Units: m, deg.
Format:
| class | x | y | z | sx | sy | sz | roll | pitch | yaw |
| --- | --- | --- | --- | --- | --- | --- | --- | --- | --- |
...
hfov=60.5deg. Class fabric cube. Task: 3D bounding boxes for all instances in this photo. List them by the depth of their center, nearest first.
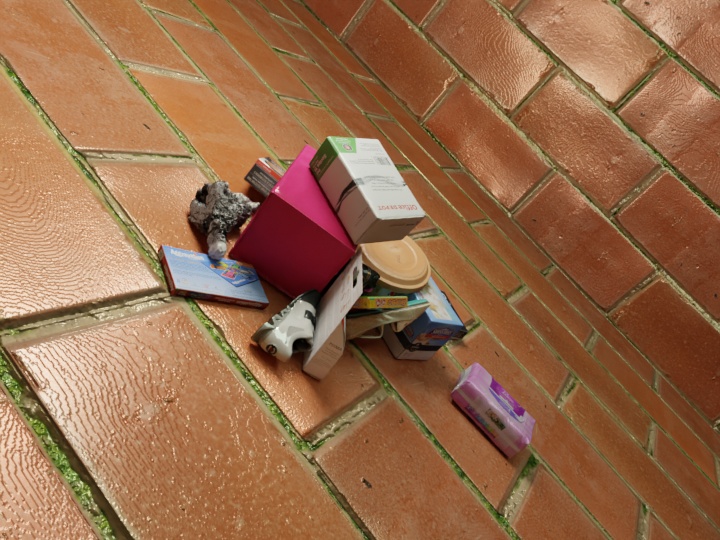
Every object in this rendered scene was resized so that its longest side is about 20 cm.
| class | x | y | z | sx | sy | sz | roll | pitch | yaw |
| --- | --- | --- | --- | --- | --- | --- | --- | --- | --- |
| fabric cube | -0.110 | -0.088 | 1.246 | 0.196 | 0.200 | 0.200 | 36 | 39 | -11 |

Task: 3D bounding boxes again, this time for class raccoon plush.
| class | x | y | z | sx | sy | sz | roll | pitch | yaw |
| --- | --- | --- | --- | --- | --- | --- | --- | --- | --- |
| raccoon plush | -0.262 | -0.083 | 1.223 | 0.134 | 0.096 | 0.201 | 29 | 46 | -48 |

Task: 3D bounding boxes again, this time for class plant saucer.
| class | x | y | z | sx | sy | sz | roll | pitch | yaw |
| --- | --- | --- | --- | --- | --- | --- | --- | --- | --- |
| plant saucer | 0.069 | -0.033 | 1.374 | 0.199 | 0.032 | 0.201 | 18 | 40 | -16 |

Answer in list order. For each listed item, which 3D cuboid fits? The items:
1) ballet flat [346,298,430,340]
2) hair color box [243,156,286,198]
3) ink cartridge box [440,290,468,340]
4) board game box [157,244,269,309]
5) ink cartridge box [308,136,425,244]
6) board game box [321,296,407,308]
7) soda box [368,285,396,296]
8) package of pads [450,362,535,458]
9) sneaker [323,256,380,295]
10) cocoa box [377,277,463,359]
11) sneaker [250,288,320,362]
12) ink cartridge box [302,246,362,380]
| class | x | y | z | sx | sy | sz | roll | pitch | yaw |
| --- | --- | --- | --- | --- | --- | --- | --- | --- | --- |
| ballet flat | 0.053 | 0.105 | 1.290 | 0.067 | 0.199 | 0.063 | -170 | -109 | -80 |
| hair color box | -0.205 | -0.211 | 1.445 | 0.101 | 0.061 | 0.200 | 39 | 8 | -10 |
| ink cartridge box | 0.172 | 0.085 | 1.622 | 0.197 | 0.043 | 0.201 | 15 | 35 | -45 |
| board game box | -0.262 | 0.014 | 1.114 | 0.199 | 0.019 | 0.103 | 14 | 38 | -46 |
| ink cartridge box | 0.013 | -0.154 | 1.187 | 0.146 | 0.083 | 0.201 | -7 | 60 | -46 |
| board game box | -0.001 | 0.064 | 1.260 | 0.095 | 0.030 | 0.200 | 0 | 0 | -32 |
| soda box | 0.000 | 0.000 | 1.403 | 0.063 | 0.068 | 0.200 | 12 | 32 | -48 |
| package of pads | 0.301 | 0.314 | 1.408 | 0.200 | 0.076 | 0.120 | 45 | 26 | 5 |
| sneaker | -0.018 | 0.027 | 1.288 | 0.086 | 0.081 | 0.200 | 24 | -9 | -12 |
| cocoa box | 0.113 | 0.087 | 1.421 | 0.133 | 0.131 | 0.201 | 12 | 39 | -48 |
| sneaker | -0.115 | 0.105 | 1.132 | 0.088 | 0.074 | 0.200 | 43 | 34 | 2 |
| ink cartridge box | -0.036 | 0.078 | 1.132 | 0.057 | 0.200 | 0.163 | 32 | 27 | -20 |
